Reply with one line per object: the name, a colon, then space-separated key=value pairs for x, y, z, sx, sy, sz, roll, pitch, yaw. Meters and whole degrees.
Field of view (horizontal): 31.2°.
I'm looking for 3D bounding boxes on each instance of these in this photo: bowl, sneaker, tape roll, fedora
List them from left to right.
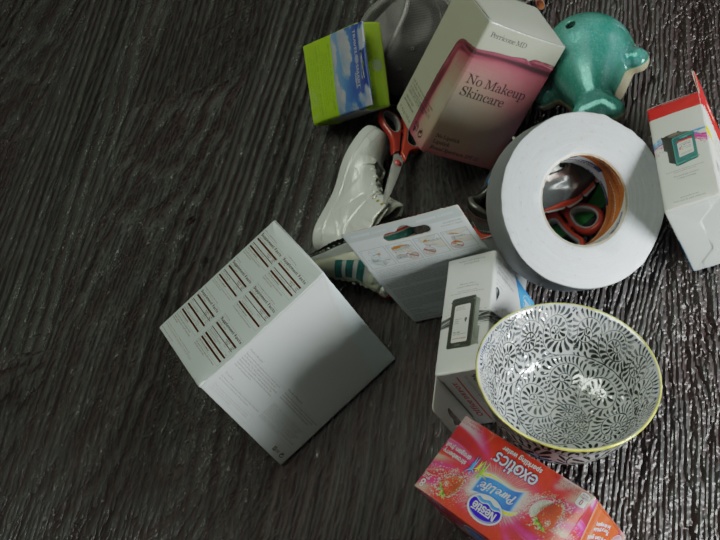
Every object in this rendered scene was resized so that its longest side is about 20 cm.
sneaker: x=0.001 y=0.000 z=1.695 sx=0.198 sy=0.095 sz=0.070 roll=-21 pitch=5 yaw=35
sneaker: x=0.022 y=-0.105 z=1.785 sx=0.114 sy=0.074 sz=0.202 roll=9 pitch=69 yaw=36
fedora: x=0.059 y=-0.343 z=1.882 sx=0.200 sy=0.089 sz=0.178 roll=-49 pitch=46 yaw=27
sneaker: x=0.213 y=-0.112 z=1.542 sx=0.199 sy=0.082 sz=0.077 roll=-38 pitch=51 yaw=4
bowl: x=0.218 y=0.140 z=1.393 sx=0.197 sy=0.095 sz=0.203 roll=1 pitch=46 yaw=-1
tape roll: x=0.247 y=-0.078 z=1.487 sx=0.201 sy=0.200 sz=0.066 roll=-48 pitch=6 yaw=-8

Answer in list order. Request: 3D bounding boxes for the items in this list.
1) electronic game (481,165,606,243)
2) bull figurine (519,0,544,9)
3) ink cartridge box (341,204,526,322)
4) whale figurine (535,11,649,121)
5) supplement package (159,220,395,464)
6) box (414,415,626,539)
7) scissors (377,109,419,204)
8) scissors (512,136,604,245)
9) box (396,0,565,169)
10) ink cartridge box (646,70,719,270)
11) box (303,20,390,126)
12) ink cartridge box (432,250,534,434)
electronic game: x=0.242 y=-0.107 z=1.640 sx=0.198 sy=0.042 sz=0.202 roll=-19 pitch=47 yaw=22
bull figurine: x=0.187 y=-0.418 z=1.913 sx=0.120 sy=0.066 sz=0.200 roll=-29 pitch=39 yaw=-7
ink cartridge box: x=0.091 y=-0.019 z=1.559 sx=0.158 sy=0.200 sz=0.048 roll=-13 pitch=50 yaw=27
whale figurine: x=0.292 y=-0.258 z=1.667 sx=0.157 sy=0.104 sz=0.201 roll=-19 pitch=35 yaw=22
supplement package: x=-0.103 y=0.090 z=1.617 sx=0.200 sy=0.192 sz=0.147 roll=-42 pitch=42 yaw=-3
box: x=0.165 y=0.252 z=1.358 sx=0.100 sy=0.096 sz=0.199 roll=-51 pitch=43 yaw=-9
scissors: x=0.058 y=-0.153 z=1.789 sx=0.014 sy=0.072 sz=0.202 roll=-47 pitch=31 yaw=37
scissors: x=0.223 y=-0.091 z=1.593 sx=0.073 sy=0.014 sz=0.200 roll=-44 pitch=52 yaw=3
box: x=0.155 y=-0.253 z=1.697 sx=0.201 sy=0.126 sz=0.110 roll=-61 pitch=33 yaw=30
ink cartridge box: x=0.385 y=-0.117 z=1.488 sx=0.066 sy=0.116 sz=0.202 roll=-17 pitch=47 yaw=22
box: x=-0.018 y=-0.284 z=1.870 sx=0.199 sy=0.047 sz=0.124 roll=-4 pitch=94 yaw=63
ink cartridge box: x=0.144 y=0.096 z=1.489 sx=0.067 sy=0.116 sz=0.202 roll=-12 pitch=50 yaw=29
